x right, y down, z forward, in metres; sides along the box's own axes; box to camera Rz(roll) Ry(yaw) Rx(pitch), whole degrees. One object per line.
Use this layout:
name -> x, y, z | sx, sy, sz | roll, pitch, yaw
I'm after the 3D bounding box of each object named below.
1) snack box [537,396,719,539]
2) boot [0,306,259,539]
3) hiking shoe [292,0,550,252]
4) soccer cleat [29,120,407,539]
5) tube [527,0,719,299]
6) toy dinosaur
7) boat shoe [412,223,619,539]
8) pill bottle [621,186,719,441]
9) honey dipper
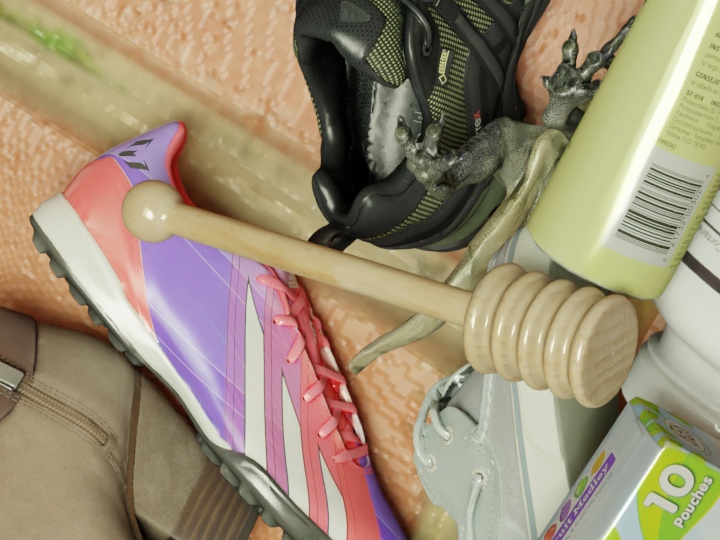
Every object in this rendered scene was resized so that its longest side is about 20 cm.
snack box -> 0.097, 0.160, 0.922 | 0.142, 0.053, 0.200 | 29, 102, -13
boot -> -0.128, 0.106, 1.036 | 0.146, 0.200, 0.070 | 32, 135, -6
hiking shoe -> 0.023, -0.101, 0.986 | 0.076, 0.101, 0.201 | 9, 101, 27
soccer cleat -> -0.037, 0.036, 1.053 | 0.073, 0.068, 0.200 | -40, 88, -2
tube -> 0.119, -0.087, 0.894 | 0.052, 0.058, 0.200 | 25, 109, -5
toy dinosaur -> 0.061, -0.040, 0.971 | 0.200, 0.088, 0.047 | -42, 60, 2
boat shoe -> 0.051, 0.072, 0.998 | 0.071, 0.070, 0.201 | 6, 123, 20
pill bottle -> 0.170, -0.025, 0.946 | 0.112, 0.112, 0.200 | 33, 107, 11
honey dipper -> 0.000, 0.000, 0.945 | 0.200, 0.038, 0.038 | 19, 104, 33
